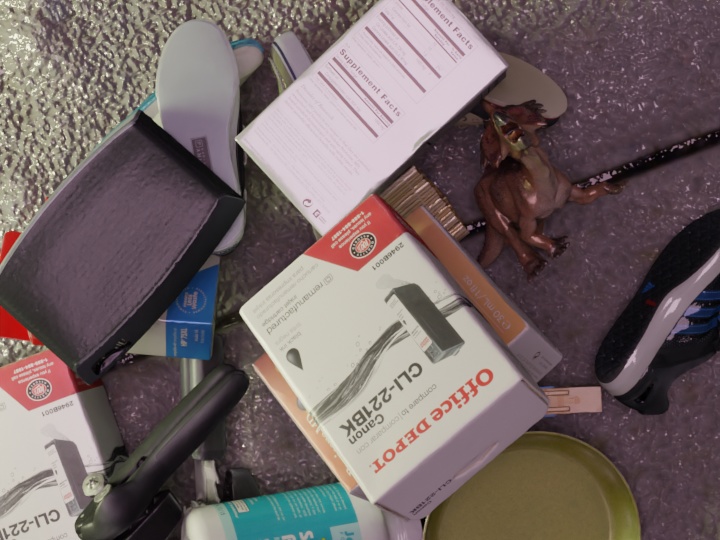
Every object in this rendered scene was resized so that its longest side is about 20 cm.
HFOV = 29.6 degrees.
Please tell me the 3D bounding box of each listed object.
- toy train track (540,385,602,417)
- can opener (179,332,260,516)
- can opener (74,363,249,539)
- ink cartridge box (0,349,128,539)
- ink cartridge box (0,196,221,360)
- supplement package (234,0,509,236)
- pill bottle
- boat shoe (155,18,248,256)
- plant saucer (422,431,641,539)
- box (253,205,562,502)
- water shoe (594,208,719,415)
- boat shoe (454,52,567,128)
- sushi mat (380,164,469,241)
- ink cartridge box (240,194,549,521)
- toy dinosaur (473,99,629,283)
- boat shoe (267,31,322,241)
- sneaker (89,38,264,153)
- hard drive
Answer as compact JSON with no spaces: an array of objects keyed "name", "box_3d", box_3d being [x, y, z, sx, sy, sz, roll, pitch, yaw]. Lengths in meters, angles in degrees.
[{"name":"toy train track","box_3d":[0.114,0.119,1.217,0.199,0.033,0.115,-4,89,5]},{"name":"can opener","box_3d":[-0.133,0.154,1.240,0.066,0.053,0.201,-7,92,-29]},{"name":"can opener","box_3d":[-0.170,0.160,1.174,0.079,0.063,0.200,47,71,-33]},{"name":"ink cartridge box","box_3d":[-0.289,0.182,1.231,0.144,0.084,0.201,-21,89,4]},{"name":"ink cartridge box","box_3d":[-0.224,0.005,1.193,0.199,0.067,0.117,5,58,-5]},{"name":"supplement package","box_3d":[0.013,-0.135,1.115,0.200,0.114,0.110,-43,90,6]},{"name":"pill bottle","box_3d":[-0.049,0.245,1.179,0.199,0.111,0.111,-8,90,-17]},{"name":"boat shoe","box_3d":[-0.128,-0.111,1.166,0.073,0.068,0.200,-12,85,1]},{"name":"plant saucer","box_3d":[0.147,0.237,1.195,0.199,0.031,0.201,-1,95,-10]},{"name":"box","box_3d":[0.040,0.077,1.150,0.200,0.106,0.152,-44,62,4]},{"name":"water shoe","box_3d":[0.286,0.034,1.193,0.079,0.072,0.200,38,93,-24]},{"name":"boat shoe","box_3d":[0.082,-0.159,1.205,0.199,0.071,0.063,15,133,1]},{"name":"sushi mat","box_3d":[0.000,0.000,1.209,0.200,0.012,0.096,-41,124,6]},{"name":"ink cartridge box","box_3d":[0.025,0.067,1.041,0.144,0.084,0.200,-41,62,5]},{"name":"toy dinosaur","box_3d":[0.132,-0.073,1.165,0.136,0.200,0.086,44,58,2]},{"name":"boat shoe","box_3d":[-0.044,-0.112,1.210,0.062,0.072,0.201,-22,91,-2]},{"name":"sneaker","box_3d":[-0.158,-0.130,1.228,0.200,0.077,0.081,-41,104,5]},{"name":"hard drive","box_3d":[-0.204,-0.021,1.109,0.135,0.042,0.200,41,91,6]}]
